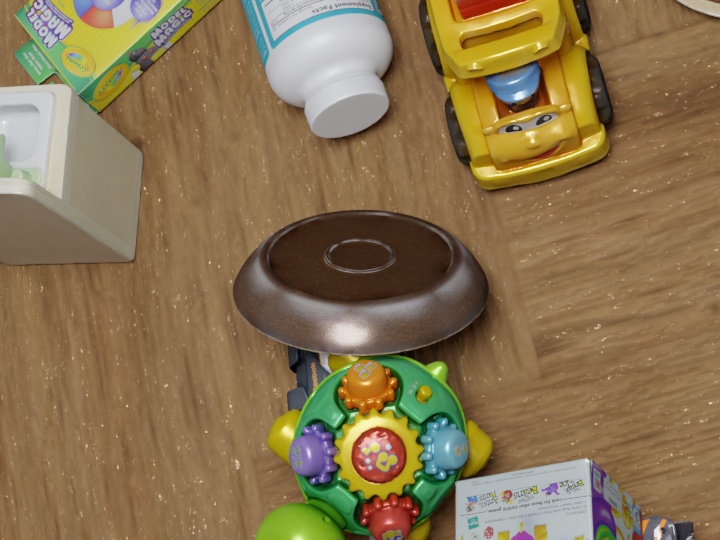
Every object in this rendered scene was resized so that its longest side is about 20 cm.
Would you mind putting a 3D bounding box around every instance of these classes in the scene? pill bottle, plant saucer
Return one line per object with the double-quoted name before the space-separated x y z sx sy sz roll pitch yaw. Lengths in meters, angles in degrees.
"pill bottle" -0.040 -0.215 1.151 0.110 0.111 0.201 -22 71 9
"plant saucer" 0.000 0.000 1.051 0.198 0.200 0.032 9 119 18

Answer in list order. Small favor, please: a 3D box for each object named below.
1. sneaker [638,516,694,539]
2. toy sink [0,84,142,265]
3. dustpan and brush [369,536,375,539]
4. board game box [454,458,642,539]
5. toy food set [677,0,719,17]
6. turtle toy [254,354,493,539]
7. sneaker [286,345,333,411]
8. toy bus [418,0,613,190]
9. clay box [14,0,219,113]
"sneaker" 0.233 0.234 0.953 0.199 0.077 0.113 12 77 33
"toy sink" -0.282 -0.085 1.137 0.129 0.200 0.113 -2 75 16
"dustpan and brush" 0.057 0.284 1.024 0.139 0.057 0.201 -40 74 15
"board game box" 0.130 0.245 0.913 0.104 0.103 0.202 -14 56 27
"toy food set" 0.315 -0.300 1.106 0.199 0.049 0.199 36 87 22
"turtle toy" 0.000 0.147 0.986 0.145 0.101 0.201 38 91 1
"sneaker" -0.027 0.091 1.081 0.079 0.078 0.201 -30 71 0
"toy bus" 0.113 -0.187 1.058 0.135 0.192 0.202 -15 73 10
"clay box" -0.225 -0.237 1.244 0.200 0.048 0.115 -42 68 1
